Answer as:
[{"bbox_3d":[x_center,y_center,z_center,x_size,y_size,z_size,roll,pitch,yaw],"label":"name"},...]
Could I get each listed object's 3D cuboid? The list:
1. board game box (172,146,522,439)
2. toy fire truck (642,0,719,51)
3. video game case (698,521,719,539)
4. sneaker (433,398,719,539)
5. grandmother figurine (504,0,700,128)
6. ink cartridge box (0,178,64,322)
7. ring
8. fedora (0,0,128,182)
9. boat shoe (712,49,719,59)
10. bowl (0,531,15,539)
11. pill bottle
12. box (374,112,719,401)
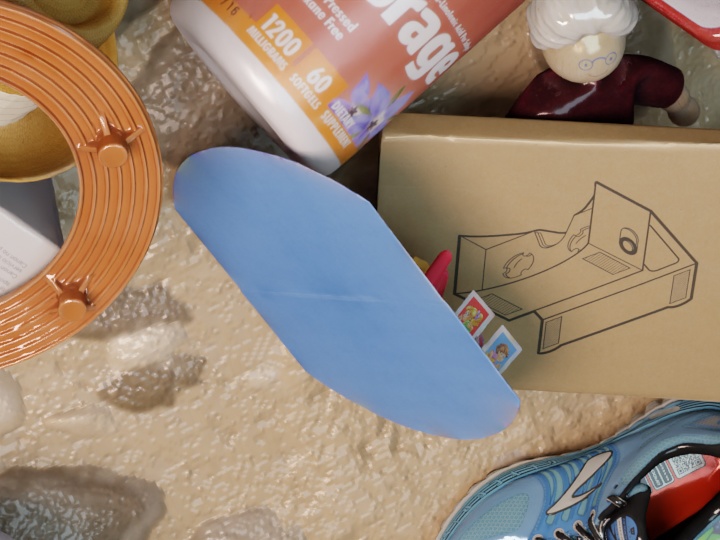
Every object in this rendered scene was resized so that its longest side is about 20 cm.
[{"bbox_3d":[0.000,0.000,1.299,0.039,0.158,0.200,-52,120,-25],"label":"board game box"},{"bbox_3d":[0.191,-0.213,1.294,0.200,0.168,0.112,-52,154,3],"label":"toy fire truck"},{"bbox_3d":[0.198,0.201,1.513,0.200,0.024,0.182,32,95,-28],"label":"video game case"},{"bbox_3d":[0.121,0.129,1.406,0.200,0.090,0.078,-33,102,0],"label":"sneaker"},{"bbox_3d":[0.114,-0.066,1.332,0.121,0.061,0.200,-28,137,-19],"label":"grandmother figurine"},{"bbox_3d":[-0.252,0.003,1.202,0.147,0.083,0.200,36,108,-29],"label":"ink cartridge box"},{"bbox_3d":[-0.181,-0.028,1.125,0.200,0.019,0.201,-5,129,-7],"label":"ring"},{"bbox_3d":[-0.160,-0.139,1.155,0.082,0.201,0.201,-27,127,37],"label":"fedora"},{"bbox_3d":[0.264,-0.157,1.386,0.201,0.070,0.072,-17,115,-9],"label":"boat shoe"},{"bbox_3d":[-0.233,0.167,1.258,0.201,0.201,0.090,-25,83,-12],"label":"bowl"},{"bbox_3d":[0.018,-0.148,1.262,0.200,0.112,0.112,-42,118,-3],"label":"pill bottle"},{"bbox_3d":[0.104,-0.005,1.335,0.200,0.021,0.164,3,130,0],"label":"box"}]
